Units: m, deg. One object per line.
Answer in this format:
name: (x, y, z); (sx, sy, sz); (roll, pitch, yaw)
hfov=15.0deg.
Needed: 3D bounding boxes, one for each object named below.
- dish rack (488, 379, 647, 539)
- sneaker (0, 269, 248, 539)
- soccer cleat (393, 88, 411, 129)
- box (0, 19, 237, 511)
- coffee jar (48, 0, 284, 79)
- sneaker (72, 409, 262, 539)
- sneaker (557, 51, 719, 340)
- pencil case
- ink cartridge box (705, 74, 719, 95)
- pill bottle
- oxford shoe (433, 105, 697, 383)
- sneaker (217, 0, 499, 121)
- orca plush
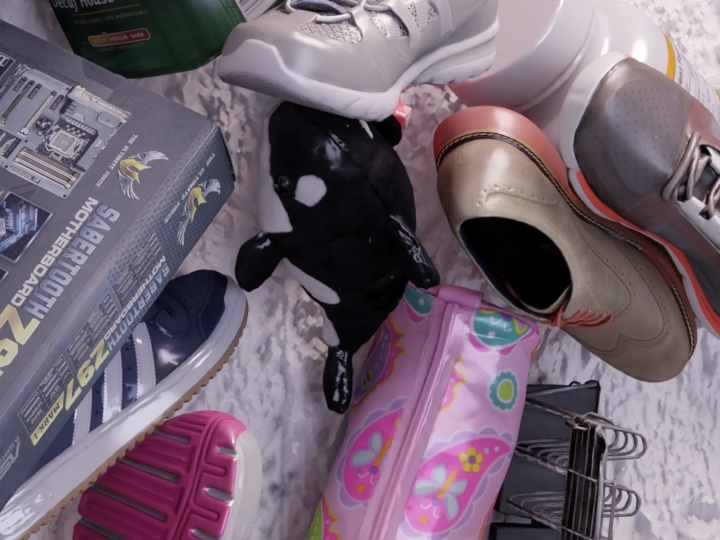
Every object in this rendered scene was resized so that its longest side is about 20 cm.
dish rack: (0.103, 0.134, 1.345); (0.054, 0.200, 0.154); (5, 91, -10)
sneaker: (-0.137, 0.031, 1.209); (0.200, 0.070, 0.109); (-43, 110, -36)
soccer cleat: (-0.006, -0.122, 1.317); (0.067, 0.076, 0.201); (-23, 129, -78)
box: (-0.169, -0.005, 1.123); (0.200, 0.157, 0.051); (-56, 156, -21)
coffee jar: (-0.115, -0.185, 1.185); (0.085, 0.104, 0.201); (-45, 120, -36)
sneaker: (-0.083, 0.152, 1.249); (0.088, 0.081, 0.201); (-6, 122, -50)
sneaker: (0.175, -0.032, 1.312); (0.200, 0.082, 0.077); (43, 75, -34)
pencil case: (0.023, 0.107, 1.338); (0.087, 0.087, 0.201); (29, 75, -37)
ink cartridge box: (0.276, -0.067, 1.543); (0.199, 0.067, 0.117); (-17, 105, -37)
pill bottle: (0.127, -0.067, 1.392); (0.200, 0.111, 0.111); (43, 68, -34)
oxford shoe: (0.098, 0.007, 1.338); (0.200, 0.070, 0.075); (41, 38, -34)
sneaker: (0.000, -0.119, 1.193); (0.200, 0.074, 0.082); (-29, 132, -60)
orca plush: (0.000, 0.000, 1.261); (0.105, 0.071, 0.201); (-35, 147, -32)
